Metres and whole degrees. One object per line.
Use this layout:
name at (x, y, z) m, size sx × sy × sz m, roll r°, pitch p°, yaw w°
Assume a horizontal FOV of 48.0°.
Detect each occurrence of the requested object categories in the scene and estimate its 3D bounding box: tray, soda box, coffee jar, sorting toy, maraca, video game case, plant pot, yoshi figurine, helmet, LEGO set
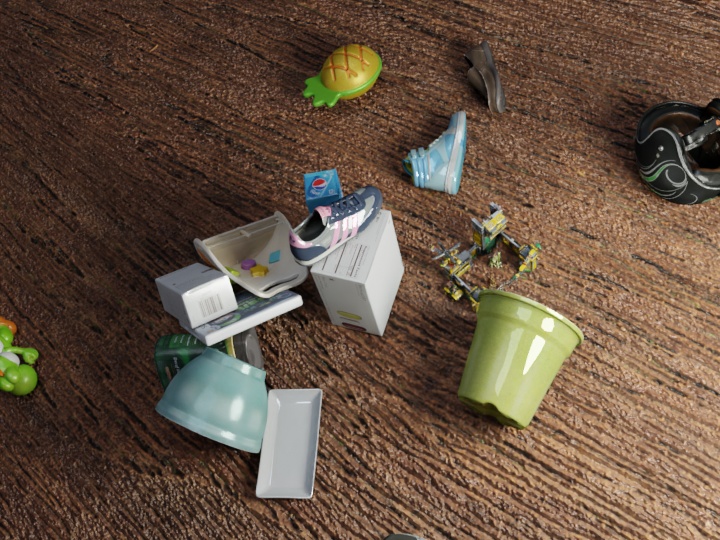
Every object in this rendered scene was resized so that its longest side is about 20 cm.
tray at (-0.126, 0.313, 1.465) m, size 0.105 × 0.022 × 0.204 m, roll -2°, pitch 59°, yaw 10°
soda box at (-0.059, -0.108, 1.600) m, size 0.066 × 0.201 × 0.065 m, roll -10°, pitch 56°, yaw 4°
coffee jar at (-0.285, 0.164, 1.537) m, size 0.195 × 0.107 × 0.086 m, roll -10°, pitch 23°, yaw 6°
sorting toy at (-0.197, -0.011, 1.585) m, size 0.197 × 0.109 × 0.179 m, roll -22°, pitch 40°, yaw -32°
maraca at (-0.041, -0.444, 1.857) m, size 0.198 × 0.108 × 0.137 m, roll -36°, pitch 52°, yaw -11°
video game case at (-0.231, 0.077, 1.539) m, size 0.197 × 0.024 × 0.181 m, roll -23°, pitch 18°, yaw -24°
plant pot at (0.259, 0.162, 1.392) m, size 0.197 × 0.201 × 0.187 m, roll 20°, pitch 76°, yaw 22°
plant pot at (-0.242, 0.217, 1.423) m, size 0.197 × 0.200 × 0.137 m, roll 20°, pitch 81°, yaw 22°
yoshi figurine at (-0.714, 0.187, 1.638) m, size 0.110 × 0.115 × 0.200 m, roll -1°, pitch 30°, yaw -37°
helmet at (0.618, -0.226, 1.539) m, size 0.195 × 0.191 × 0.206 m, roll 0°, pitch 92°, yaw -10°
LEGO set at (0.242, -0.031, 1.540) m, size 0.198 × 0.117 × 0.155 m, roll -32°, pitch 58°, yaw -8°

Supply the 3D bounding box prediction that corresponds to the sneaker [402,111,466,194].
sneaker at (0.158, -0.259, 1.721) m, size 0.127 × 0.080 × 0.204 m, roll 6°, pitch 60°, yaw 13°

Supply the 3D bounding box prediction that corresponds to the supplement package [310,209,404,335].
supplement package at (0.000, 0.000, 1.522) m, size 0.108 × 0.201 × 0.158 m, roll 11°, pitch 62°, yaw 18°

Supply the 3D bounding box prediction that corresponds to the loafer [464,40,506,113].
loafer at (0.276, -0.423, 1.808) m, size 0.070 × 0.073 × 0.203 m, roll -18°, pitch 52°, yaw 13°

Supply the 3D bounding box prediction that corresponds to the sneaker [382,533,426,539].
sneaker at (0.113, 0.464, 1.267) m, size 0.197 × 0.116 × 0.076 m, roll 25°, pitch 66°, yaw 24°

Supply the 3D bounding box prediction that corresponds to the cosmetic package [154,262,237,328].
cosmetic package at (-0.320, 0.044, 1.562) m, size 0.100 × 0.076 × 0.199 m, roll -23°, pitch 19°, yaw -25°

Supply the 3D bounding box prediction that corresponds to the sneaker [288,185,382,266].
sneaker at (-0.042, -0.092, 1.418) m, size 0.199 × 0.083 × 0.070 m, roll -41°, pitch 58°, yaw -13°
